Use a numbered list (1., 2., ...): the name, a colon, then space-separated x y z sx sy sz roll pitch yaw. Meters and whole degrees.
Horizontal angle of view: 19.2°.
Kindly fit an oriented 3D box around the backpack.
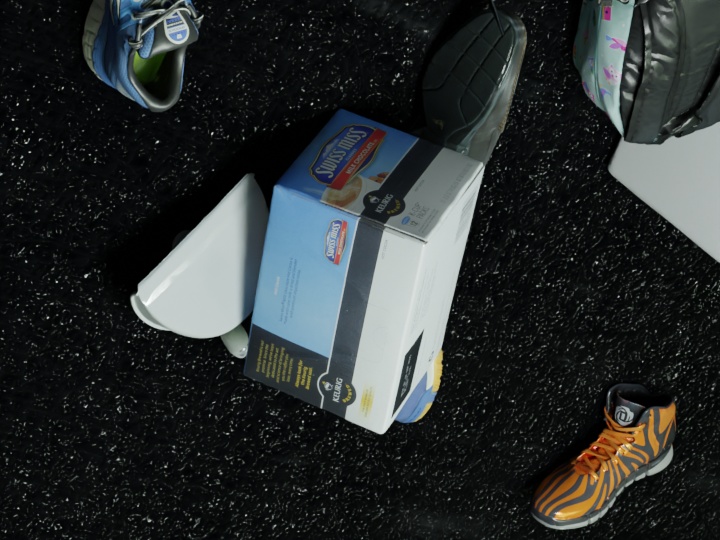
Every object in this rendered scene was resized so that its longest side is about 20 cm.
1. backpack: 0.258 -0.207 1.782 0.166 0.127 0.200 -7 132 -17

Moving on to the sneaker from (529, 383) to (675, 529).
1. sneaker: 0.252 0.182 2.217 0.200 0.078 0.112 -32 140 -34

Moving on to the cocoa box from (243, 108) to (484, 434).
1. cocoa box: 0.000 0.000 1.699 0.133 0.131 0.200 -53 160 -49

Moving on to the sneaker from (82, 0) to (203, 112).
1. sneaker: -0.140 -0.194 1.444 0.078 0.089 0.200 -25 140 -26

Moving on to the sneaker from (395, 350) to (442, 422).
1. sneaker: 0.024 0.051 1.872 0.088 0.075 0.200 -10 126 -22

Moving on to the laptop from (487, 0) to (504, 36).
1. laptop: 0.100 -0.311 1.500 0.200 0.116 0.187 -47 144 -18

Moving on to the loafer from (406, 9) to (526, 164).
1. loafer: 0.089 -0.133 1.749 0.072 0.073 0.200 -17 146 -45

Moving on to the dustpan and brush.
1. dustpan and brush: -0.114 0.019 1.719 0.140 0.057 0.200 -47 139 -18

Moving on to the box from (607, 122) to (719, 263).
1. box: 0.370 -0.123 1.913 0.171 0.199 0.200 -6 128 -40
